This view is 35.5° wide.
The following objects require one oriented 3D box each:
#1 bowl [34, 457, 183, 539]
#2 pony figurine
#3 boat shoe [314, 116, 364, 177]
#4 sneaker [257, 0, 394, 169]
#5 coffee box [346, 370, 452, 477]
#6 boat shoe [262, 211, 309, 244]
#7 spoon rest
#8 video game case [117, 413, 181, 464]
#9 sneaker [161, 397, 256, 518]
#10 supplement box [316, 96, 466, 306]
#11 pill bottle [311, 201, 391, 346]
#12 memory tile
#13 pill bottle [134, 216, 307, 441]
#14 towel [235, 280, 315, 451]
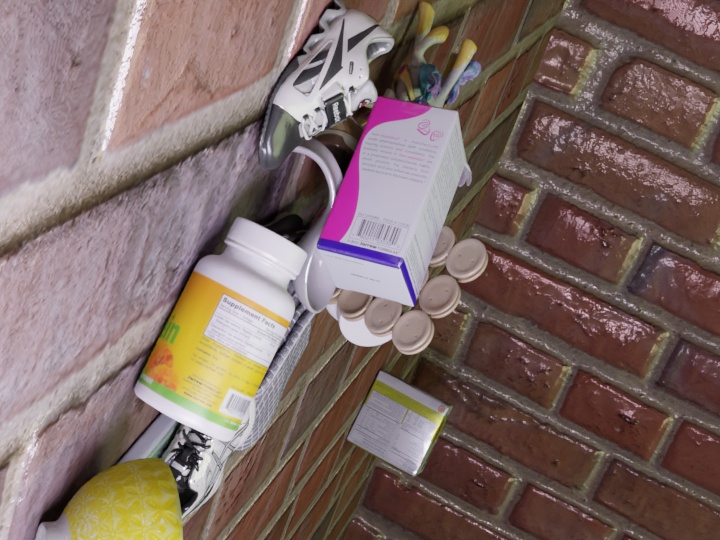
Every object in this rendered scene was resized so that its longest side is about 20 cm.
[{"bbox_3d":[-0.240,0.271,1.024,0.200,0.106,0.204,-28,-121,60],"label":"bowl"},{"bbox_3d":[0.086,-0.228,1.528,0.202,0.165,0.193,-58,136,-16],"label":"pony figurine"},{"bbox_3d":[0.012,-0.132,1.372,0.200,0.071,0.077,48,45,-52],"label":"boat shoe"},{"bbox_3d":[-0.032,-0.180,1.139,0.202,0.088,0.074,-60,171,-15],"label":"sneaker"},{"bbox_3d":[0.104,0.389,2.866,0.200,0.198,0.200,-63,169,-2],"label":"coffee box"},{"bbox_3d":[-0.099,-0.016,1.267,0.200,0.056,0.068,-46,159,-62],"label":"boat shoe"},{"bbox_3d":[-0.047,-0.048,1.254,0.099,0.060,0.203,-45,136,-56],"label":"spoon rest"},{"bbox_3d":[-0.249,0.253,1.243,0.200,0.022,0.184,-53,164,-50],"label":"video game case"},{"bbox_3d":[-0.172,0.194,1.218,0.088,0.075,0.202,-44,156,-61],"label":"sneaker"},{"bbox_3d":[0.039,-0.079,1.251,0.104,0.100,0.202,66,42,-60],"label":"supplement box"},{"bbox_3d":[0.000,0.000,1.431,0.201,0.110,0.114,-105,-151,-54],"label":"pill bottle"},{"bbox_3d":[0.043,0.004,1.290,0.154,0.199,0.017,-52,135,-8],"label":"memory tile"},{"bbox_3d":[-0.132,0.055,1.115,0.202,0.110,0.111,-64,170,-6],"label":"pill bottle"},{"bbox_3d":[-0.118,0.105,1.383,0.201,0.085,0.166,-59,169,-30],"label":"towel"}]
